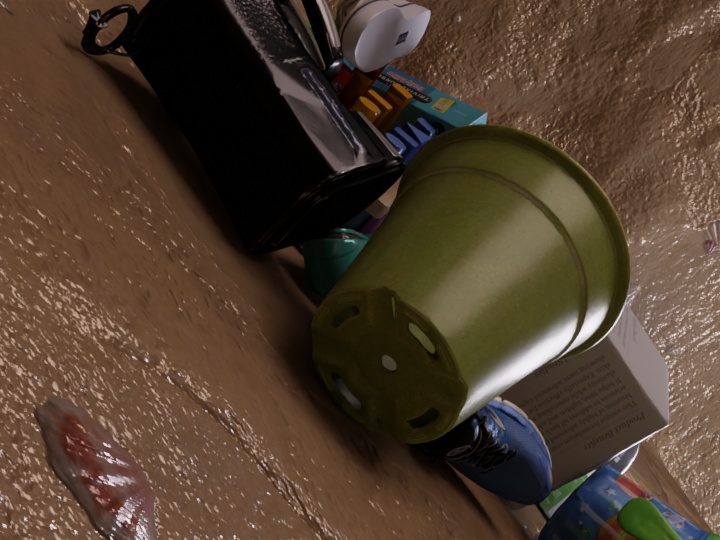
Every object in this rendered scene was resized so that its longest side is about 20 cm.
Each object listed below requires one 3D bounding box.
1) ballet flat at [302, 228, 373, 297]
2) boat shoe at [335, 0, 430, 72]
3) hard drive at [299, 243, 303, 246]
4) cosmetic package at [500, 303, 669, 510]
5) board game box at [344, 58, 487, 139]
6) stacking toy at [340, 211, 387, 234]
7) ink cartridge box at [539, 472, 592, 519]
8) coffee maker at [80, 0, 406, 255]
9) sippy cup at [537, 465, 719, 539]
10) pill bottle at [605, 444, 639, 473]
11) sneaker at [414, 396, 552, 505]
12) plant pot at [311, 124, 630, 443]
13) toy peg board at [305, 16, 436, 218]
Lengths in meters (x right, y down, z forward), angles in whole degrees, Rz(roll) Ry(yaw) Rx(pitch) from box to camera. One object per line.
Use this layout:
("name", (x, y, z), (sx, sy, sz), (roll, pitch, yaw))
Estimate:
("ballet flat", (0.000, 0.000, 1.266), (0.200, 0.067, 0.071), (-2, 91, -70))
("boat shoe", (0.008, -0.247, 1.432), (0.070, 0.071, 0.200), (30, 23, 11))
("hard drive", (-0.105, -0.116, 1.286), (0.200, 0.038, 0.140), (48, 10, -31))
("cosmetic package", (0.164, 0.077, 1.350), (0.200, 0.167, 0.166), (55, 18, -7))
("board game box", (0.040, -0.142, 1.604), (0.200, 0.047, 0.151), (30, -43, 28))
("stacking toy", (-0.026, -0.095, 1.507), (0.200, 0.085, 0.085), (47, 8, 5))
("ink cartridge box", (0.252, 0.266, 1.507), (0.104, 0.059, 0.200), (58, 10, 31))
("coffee maker", (-0.088, -0.118, 1.115), (0.200, 0.192, 0.135), (58, -27, 13))
("sippy cup", (0.232, 0.249, 1.284), (0.130, 0.178, 0.140), (43, 35, 17))
("pill bottle", (0.223, 0.153, 1.664), (0.200, 0.106, 0.106), (48, 9, -18))
("sneaker", (0.078, 0.131, 1.154), (0.200, 0.079, 0.089), (39, 20, -21))
("plant pot", (0.064, 0.023, 1.038), (0.200, 0.200, 0.190), (52, 43, -2))
("toy peg board", (-0.004, -0.168, 1.456), (0.199, 0.098, 0.200), (40, 21, 4))
